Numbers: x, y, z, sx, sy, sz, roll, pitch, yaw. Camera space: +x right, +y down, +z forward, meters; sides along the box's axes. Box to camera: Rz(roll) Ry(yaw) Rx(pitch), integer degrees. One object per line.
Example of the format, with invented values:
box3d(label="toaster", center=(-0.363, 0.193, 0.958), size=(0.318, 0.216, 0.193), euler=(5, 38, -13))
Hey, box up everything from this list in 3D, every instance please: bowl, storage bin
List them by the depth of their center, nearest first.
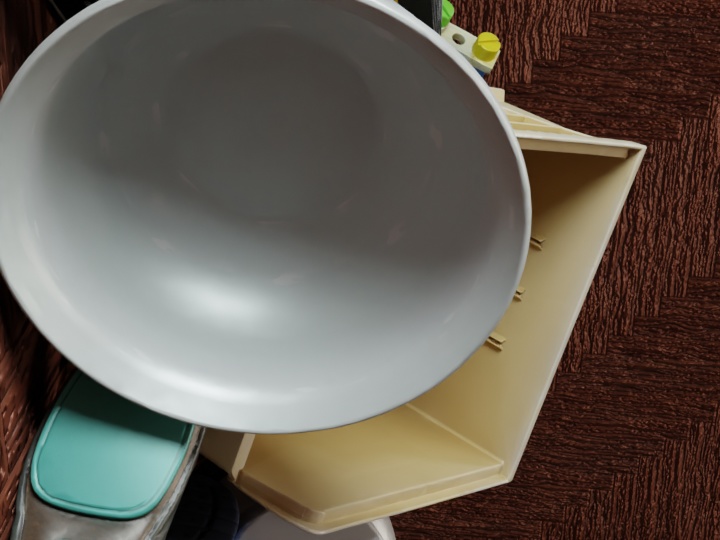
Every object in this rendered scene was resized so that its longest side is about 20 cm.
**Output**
box3d(label="bowl", center=(-0.037, -0.041, 0.574), size=(0.090, 0.200, 0.202), euler=(-86, 177, -55))
box3d(label="storage bin", center=(0.027, 0.010, 0.740), size=(0.198, 0.094, 0.201), euler=(-3, 117, -56))

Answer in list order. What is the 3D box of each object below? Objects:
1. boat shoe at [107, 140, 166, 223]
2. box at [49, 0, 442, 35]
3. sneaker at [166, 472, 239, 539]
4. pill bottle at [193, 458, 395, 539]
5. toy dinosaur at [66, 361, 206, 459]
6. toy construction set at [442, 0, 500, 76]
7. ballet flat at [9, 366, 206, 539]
box3d(label="boat shoe", center=(-0.085, -0.063, 0.712), size=(0.199, 0.073, 0.068), euler=(-74, 166, -63))
box3d(label="box", center=(-0.049, -0.133, 0.570), size=(0.200, 0.159, 0.050), euler=(68, 23, -76))
box3d(label="sneaker", center=(-0.105, 0.174, 0.691), size=(0.200, 0.074, 0.082), euler=(-77, 177, -54))
box3d(label="pill bottle", center=(-0.043, 0.160, 0.841), size=(0.200, 0.119, 0.120), euler=(174, -80, -79))
box3d(label="toy dinosaur", center=(-0.096, 0.043, 0.760), size=(0.200, 0.058, 0.101), euler=(-69, 161, -74))
box3d(label="toy construction set", center=(-0.009, -0.182, 1.060), size=(0.131, 0.200, 0.092), euler=(-33, 151, -33))
box3d(label="ballet flat", center=(-0.113, 0.112, 0.613), size=(0.068, 0.068, 0.200), euler=(105, 3, -60))
